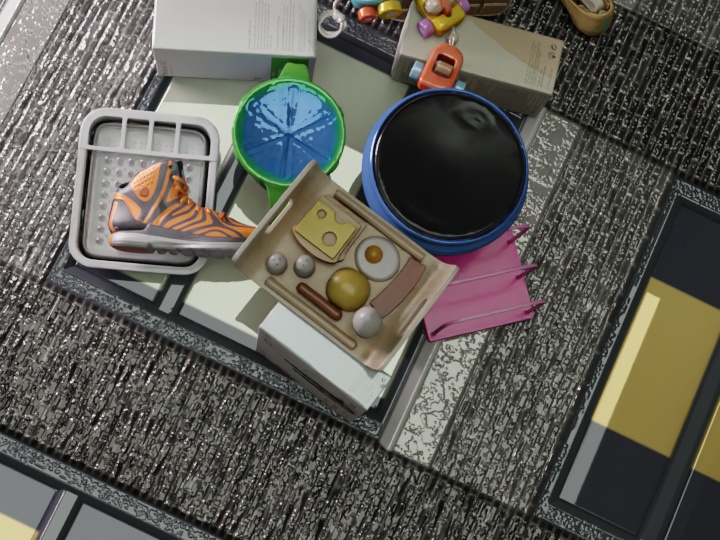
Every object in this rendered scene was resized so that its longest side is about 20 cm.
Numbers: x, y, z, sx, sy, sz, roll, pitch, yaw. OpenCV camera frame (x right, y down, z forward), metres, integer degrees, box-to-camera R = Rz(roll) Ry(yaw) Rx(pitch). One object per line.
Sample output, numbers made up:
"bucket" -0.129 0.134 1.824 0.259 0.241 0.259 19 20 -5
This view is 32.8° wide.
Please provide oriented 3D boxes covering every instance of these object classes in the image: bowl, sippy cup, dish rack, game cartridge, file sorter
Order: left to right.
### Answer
"dish rack" -0.265 -0.094 1.513 0.171 0.044 0.201 5 80 -6
"sippy cup" -0.089 -0.151 1.495 0.140 0.130 0.178 41 79 3
"game cartridge" 0.000 0.000 1.442 0.032 0.200 0.176 -35 84 -9
"bowl" 0.101 -0.118 1.428 0.200 0.039 0.201 1 79 -6
"file sorter" 0.134 -0.031 1.498 0.139 0.125 0.201 -12 81 -8

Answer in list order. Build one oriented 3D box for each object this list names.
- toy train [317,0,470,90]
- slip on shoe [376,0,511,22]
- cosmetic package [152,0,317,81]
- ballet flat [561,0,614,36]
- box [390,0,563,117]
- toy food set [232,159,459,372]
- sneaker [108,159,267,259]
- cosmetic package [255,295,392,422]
"toy train" 0.055 -0.297 1.480 0.200 0.056 0.150 29 76 1
"slip on shoe" 0.097 -0.371 1.590 0.199 0.076 0.061 -2 43 1
"cosmetic package" -0.156 -0.292 1.526 0.199 0.108 0.085 1 81 -4
"ballet flat" 0.270 -0.402 1.609 0.069 0.063 0.200 -35 85 -11
"box" 0.146 -0.268 1.558 0.199 0.095 0.078 15 78 -4
"toy food set" -0.015 -0.006 1.309 0.200 0.060 0.144 37 79 2
"sneaker" -0.198 -0.075 1.456 0.199 0.078 0.112 5 81 -5
"cosmetic package" -0.048 0.107 1.418 0.151 0.200 0.052 39 78 3
